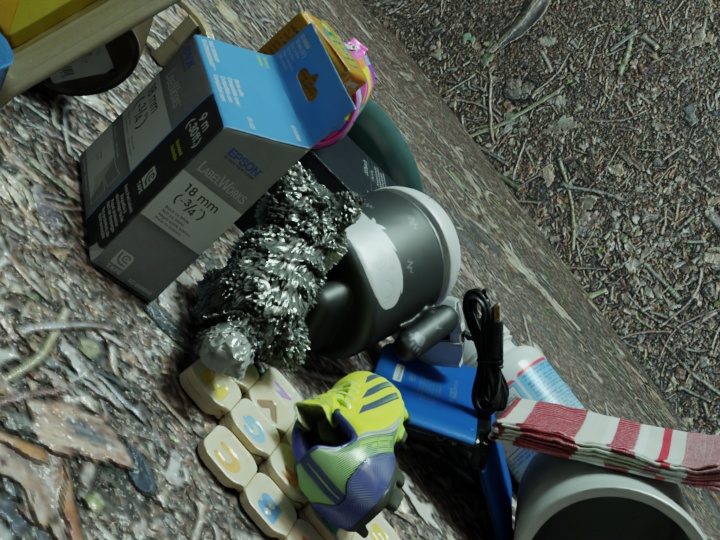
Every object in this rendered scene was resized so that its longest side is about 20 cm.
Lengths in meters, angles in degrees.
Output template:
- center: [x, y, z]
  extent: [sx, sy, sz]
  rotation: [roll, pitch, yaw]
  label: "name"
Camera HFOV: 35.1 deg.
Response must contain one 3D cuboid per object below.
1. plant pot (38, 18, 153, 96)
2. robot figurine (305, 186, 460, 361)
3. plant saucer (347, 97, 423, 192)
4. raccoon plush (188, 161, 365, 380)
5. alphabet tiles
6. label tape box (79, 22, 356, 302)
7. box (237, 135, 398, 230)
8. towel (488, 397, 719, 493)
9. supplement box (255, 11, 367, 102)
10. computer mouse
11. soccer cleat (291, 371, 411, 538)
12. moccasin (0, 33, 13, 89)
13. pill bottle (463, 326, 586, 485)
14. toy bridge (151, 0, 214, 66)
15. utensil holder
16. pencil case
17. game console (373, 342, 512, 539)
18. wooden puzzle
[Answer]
- center: [-0.236, -0.246, 0.924]
  extent: [0.186, 0.186, 0.202]
  rotation: [32, 35, -49]
  label: "plant pot"
- center: [0.000, 0.002, 0.986]
  extent: [0.199, 0.124, 0.152]
  rotation: [-26, 102, -46]
  label: "robot figurine"
- center: [0.002, -0.124, 1.383]
  extent: [0.200, 0.027, 0.202]
  rotation: [41, -32, 33]
  label: "plant saucer"
- center: [-0.049, 0.000, 0.806]
  extent: [0.096, 0.135, 0.200]
  rotation: [28, 7, -15]
  label: "raccoon plush"
- center: [-0.044, 0.134, 0.789]
  extent: [0.201, 0.015, 0.196]
  rotation: [50, 14, -1]
  label: "alphabet tiles"
- center: [-0.110, -0.097, 0.807]
  extent: [0.063, 0.200, 0.145]
  rotation: [38, 17, -35]
  label: "label tape box"
- center: [-0.039, -0.071, 1.162]
  extent: [0.182, 0.104, 0.200]
  rotation: [45, 14, -16]
  label: "box"
- center: [0.221, 0.145, 0.996]
  extent: [0.197, 0.023, 0.144]
  rotation: [10, 7, 17]
  label: "towel"
- center: [-0.090, -0.115, 0.918]
  extent: [0.069, 0.200, 0.066]
  rotation: [49, 14, 7]
  label: "supplement box"
- center: [0.071, 0.060, 1.079]
  extent: [0.199, 0.043, 0.111]
  rotation: [18, -63, 61]
  label: "computer mouse"
- center: [-0.011, 0.107, 0.800]
  extent: [0.084, 0.065, 0.200]
  rotation: [44, 13, -12]
  label: "soccer cleat"
- center: [-0.256, -0.109, 0.670]
  extent: [0.080, 0.068, 0.201]
  rotation: [34, 18, -24]
  label: "moccasin"
- center: [0.180, 0.156, 1.233]
  extent: [0.201, 0.109, 0.109]
  rotation: [53, 14, 15]
  label: "pill bottle"
- center: [-0.195, -0.249, 1.229]
  extent: [0.201, 0.067, 0.027]
  rotation: [51, 14, 8]
  label: "toy bridge"
- center: [0.213, 0.240, 1.000]
  extent: [0.170, 0.170, 0.200]
  rotation: [48, 11, -1]
  label: "utensil holder"
- center: [-0.032, -0.172, 1.071]
  extent: [0.088, 0.088, 0.200]
  rotation: [46, 15, -10]
  label: "pencil case"
- center: [0.078, 0.169, 1.071]
  extent: [0.168, 0.120, 0.200]
  rotation: [17, 14, 3]
  label: "game console"
- center: [-0.229, -0.237, 0.821]
  extent: [0.186, 0.199, 0.037]
  rotation: [53, -10, 15]
  label: "wooden puzzle"
